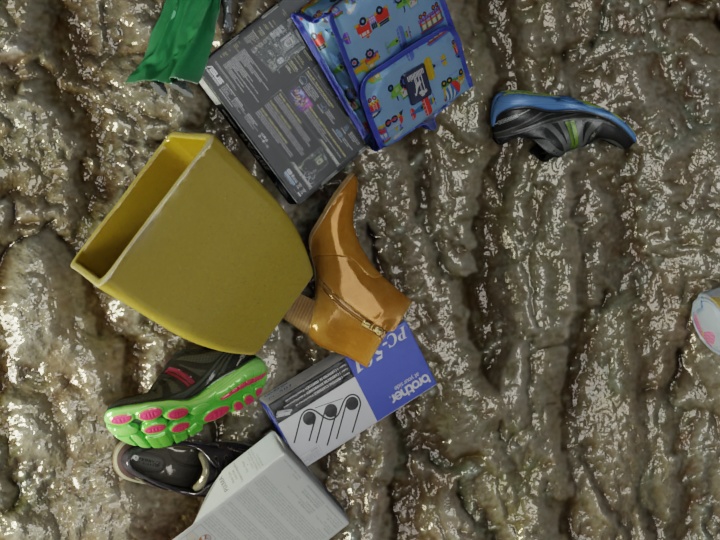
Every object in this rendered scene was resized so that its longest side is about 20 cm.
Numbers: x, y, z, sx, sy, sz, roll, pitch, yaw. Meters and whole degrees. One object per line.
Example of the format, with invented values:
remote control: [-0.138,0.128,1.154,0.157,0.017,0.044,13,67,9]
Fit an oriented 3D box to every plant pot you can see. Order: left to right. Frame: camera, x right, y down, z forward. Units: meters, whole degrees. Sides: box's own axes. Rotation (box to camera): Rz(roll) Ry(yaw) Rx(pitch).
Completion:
plant pot: [-0.171,-0.014,1.341,0.200,0.194,0.196,40,81,-22]

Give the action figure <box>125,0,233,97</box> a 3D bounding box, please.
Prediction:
action figure: [-0.183,-0.293,1.369,0.055,0.118,0.201,39,66,-52]

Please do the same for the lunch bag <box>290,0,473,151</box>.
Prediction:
lunch bag: [0.037,-0.248,1.412,0.150,0.094,0.201,-38,118,-19]

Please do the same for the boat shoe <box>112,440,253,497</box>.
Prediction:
boat shoe: [-0.187,0.233,1.413,0.199,0.065,0.072,12,89,-19]

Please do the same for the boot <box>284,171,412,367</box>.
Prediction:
boot: [0.000,0.000,1.436,0.143,0.071,0.202,26,93,2]

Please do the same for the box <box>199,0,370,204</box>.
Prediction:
box: [-0.077,-0.204,1.429,0.160,0.044,0.200,-41,105,-12]

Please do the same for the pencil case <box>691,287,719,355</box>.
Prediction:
pencil case: [0.547,0.041,1.632,0.199,0.083,0.091,-23,95,-15]

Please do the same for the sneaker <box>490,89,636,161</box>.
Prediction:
sneaker: [0.254,-0.178,1.534,0.198,0.071,0.083,6,106,-17]

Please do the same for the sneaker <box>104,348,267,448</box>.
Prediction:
sneaker: [-0.205,0.140,1.391,0.199,0.084,0.077,-19,136,-31]

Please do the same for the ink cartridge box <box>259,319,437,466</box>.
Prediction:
ink cartridge box: [-0.014,0.147,1.475,0.199,0.044,0.094,-30,104,-14]

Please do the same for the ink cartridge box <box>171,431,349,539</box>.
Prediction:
ink cartridge box: [-0.133,0.303,1.424,0.200,0.047,0.160,-36,129,0]
